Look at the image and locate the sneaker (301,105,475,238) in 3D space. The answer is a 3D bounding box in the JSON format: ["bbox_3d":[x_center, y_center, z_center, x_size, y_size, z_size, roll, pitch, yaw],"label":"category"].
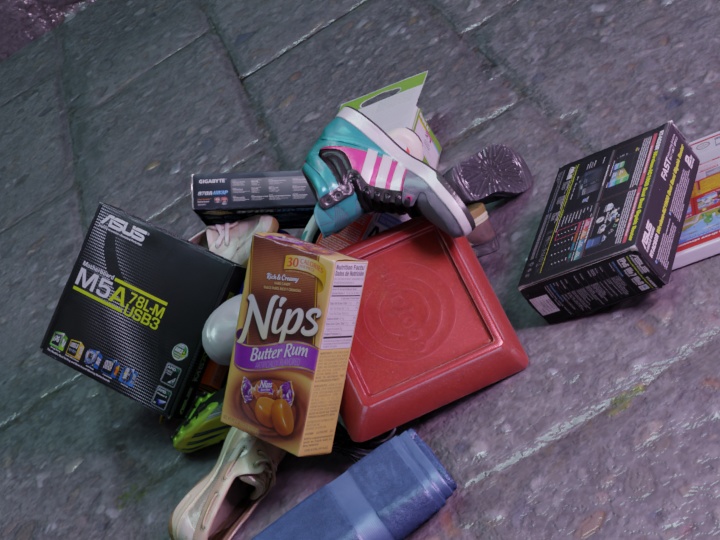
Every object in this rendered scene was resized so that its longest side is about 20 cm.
[{"bbox_3d":[0.012,-0.071,1.508,0.121,0.084,0.200,-45,62,-10],"label":"sneaker"}]

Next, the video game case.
[{"bbox_3d":[0.361,-0.079,1.560,0.142,0.017,0.200,-21,30,21],"label":"video game case"}]

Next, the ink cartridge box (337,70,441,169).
[{"bbox_3d":[0.032,-0.169,1.980,0.147,0.076,0.200,-19,30,25],"label":"ink cartridge box"}]

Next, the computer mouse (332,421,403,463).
[{"bbox_3d":[0.029,0.122,1.556,0.138,0.053,0.200,14,61,41],"label":"computer mouse"}]

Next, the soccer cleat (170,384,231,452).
[{"bbox_3d":[-0.138,0.162,1.649,0.200,0.084,0.065,-39,17,36],"label":"soccer cleat"}]

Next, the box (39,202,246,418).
[{"bbox_3d":[-0.255,0.046,1.729,0.199,0.047,0.194,25,95,21],"label":"box"}]

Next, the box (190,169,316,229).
[{"bbox_3d":[-0.097,-0.084,1.804,0.199,0.046,0.159,-2,-8,3],"label":"box"}]

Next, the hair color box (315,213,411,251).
[{"bbox_3d":[0.000,0.000,1.619,0.064,0.111,0.201,29,93,40],"label":"hair color box"}]

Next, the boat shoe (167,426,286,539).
[{"bbox_3d":[-0.117,0.214,1.545,0.065,0.072,0.200,15,58,46],"label":"boat shoe"}]

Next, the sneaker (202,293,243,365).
[{"bbox_3d":[-0.085,0.041,1.658,0.199,0.076,0.088,-25,-5,-32],"label":"sneaker"}]

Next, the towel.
[{"bbox_3d":[-0.005,0.239,1.409,0.199,0.049,0.112,-34,28,-3],"label":"towel"}]

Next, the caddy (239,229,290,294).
[{"bbox_3d":[-0.127,0.024,1.806,0.141,0.105,0.200,-32,28,0],"label":"caddy"}]

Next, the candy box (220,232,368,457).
[{"bbox_3d":[-0.069,0.072,1.481,0.116,0.201,0.056,18,10,39],"label":"candy box"}]

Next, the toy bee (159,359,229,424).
[{"bbox_3d":[-0.231,0.110,1.801,0.200,0.109,0.131,37,85,29],"label":"toy bee"}]

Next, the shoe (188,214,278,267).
[{"bbox_3d":[-0.186,-0.011,1.761,0.199,0.053,0.070,-33,34,14],"label":"shoe"}]

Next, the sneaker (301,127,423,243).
[{"bbox_3d":[0.001,-0.074,1.668,0.200,0.070,0.093,-49,1,9],"label":"sneaker"}]

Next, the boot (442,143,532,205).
[{"bbox_3d":[0.089,-0.075,1.783,0.200,0.066,0.164,-33,-13,39],"label":"boot"}]

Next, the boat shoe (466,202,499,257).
[{"bbox_3d":[0.072,-0.010,1.696,0.200,0.066,0.072,-28,2,33],"label":"boat shoe"}]

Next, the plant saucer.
[{"bbox_3d":[0.043,0.045,1.508,0.199,0.037,0.200,-24,69,-7],"label":"plant saucer"}]

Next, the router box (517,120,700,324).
[{"bbox_3d":[0.261,-0.050,1.541,0.149,0.062,0.201,-22,31,41],"label":"router box"}]
